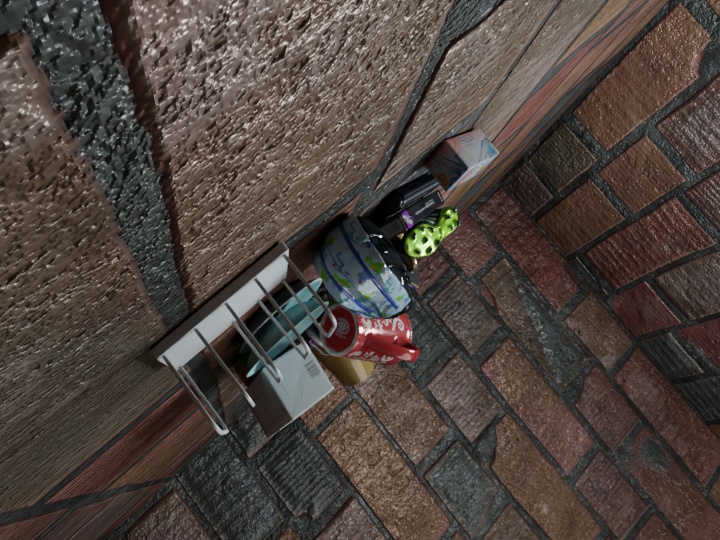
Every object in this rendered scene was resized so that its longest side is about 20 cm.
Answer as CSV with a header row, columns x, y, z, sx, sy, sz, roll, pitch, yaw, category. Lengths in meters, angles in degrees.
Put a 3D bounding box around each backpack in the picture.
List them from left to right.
x,y,z,sx,sy,sz,roll,pitch,yaw,category
0.006,-0.005,0.914,0.150,0.167,0.201,-26,166,-7,backpack

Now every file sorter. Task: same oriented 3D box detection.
x,y,z,sx,sy,sz,roll,pitch,yaw,category
-0.138,0.092,0.733,0.199,0.125,0.139,-41,175,-16,file sorter

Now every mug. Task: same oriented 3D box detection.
x,y,z,sx,sy,sz,roll,pitch,yaw,category
0.026,0.132,1.247,0.173,0.139,0.198,-10,165,35,mug

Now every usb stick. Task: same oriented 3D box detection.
x,y,z,sx,sy,sz,roll,pitch,yaw,category
0.102,-0.150,1.102,0.055,0.033,0.199,-36,180,36,usb stick

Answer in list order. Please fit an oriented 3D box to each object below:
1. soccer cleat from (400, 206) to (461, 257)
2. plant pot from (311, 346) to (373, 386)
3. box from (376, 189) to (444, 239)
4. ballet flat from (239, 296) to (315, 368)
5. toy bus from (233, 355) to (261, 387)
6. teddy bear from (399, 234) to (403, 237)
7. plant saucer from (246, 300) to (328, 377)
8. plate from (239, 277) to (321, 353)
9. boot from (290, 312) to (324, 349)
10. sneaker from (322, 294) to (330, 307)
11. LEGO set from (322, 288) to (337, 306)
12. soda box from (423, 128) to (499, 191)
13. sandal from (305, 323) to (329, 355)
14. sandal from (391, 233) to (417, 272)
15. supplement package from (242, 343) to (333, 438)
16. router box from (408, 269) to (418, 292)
x,y,z,sx,sy,sz,roll,pitch,yaw,category
0.132,-0.077,1.176,0.079,0.070,0.198,-4,-159,42,soccer cleat
-0.049,0.204,1.568,0.182,0.204,0.187,-28,-166,7,plant pot
0.071,-0.092,1.124,0.141,0.037,0.199,-27,-174,36,box
-0.161,0.131,1.178,0.199,0.068,0.070,-42,-178,-4,ballet flat
-0.226,0.207,1.297,0.078,0.066,0.200,-40,175,7,toy bus
0.057,-0.043,1.469,0.147,0.066,0.201,-60,-178,-27,teddy bear
-0.143,0.112,1.051,0.200,0.039,0.201,-43,176,-4,plant saucer
-0.150,0.075,1.046,0.199,0.026,0.200,-42,175,-4,plate
-0.139,0.124,1.320,0.201,0.064,0.169,67,46,-69,boot
-0.041,0.085,1.392,0.085,0.084,0.200,-7,-169,5,sneaker
0.000,0.000,1.267,0.196,0.119,0.153,-30,158,17,LEGO set
0.196,-0.213,1.085,0.064,0.069,0.199,-44,174,35,soda box
-0.087,0.163,1.301,0.050,0.082,0.202,-46,163,2,sandal
0.093,-0.059,1.267,0.053,0.082,0.200,-28,-162,-1,sandal
-0.155,0.249,1.179,0.108,0.115,0.200,-30,170,-33,supplement package
0.087,0.008,1.564,0.157,0.051,0.204,-46,-151,35,router box
